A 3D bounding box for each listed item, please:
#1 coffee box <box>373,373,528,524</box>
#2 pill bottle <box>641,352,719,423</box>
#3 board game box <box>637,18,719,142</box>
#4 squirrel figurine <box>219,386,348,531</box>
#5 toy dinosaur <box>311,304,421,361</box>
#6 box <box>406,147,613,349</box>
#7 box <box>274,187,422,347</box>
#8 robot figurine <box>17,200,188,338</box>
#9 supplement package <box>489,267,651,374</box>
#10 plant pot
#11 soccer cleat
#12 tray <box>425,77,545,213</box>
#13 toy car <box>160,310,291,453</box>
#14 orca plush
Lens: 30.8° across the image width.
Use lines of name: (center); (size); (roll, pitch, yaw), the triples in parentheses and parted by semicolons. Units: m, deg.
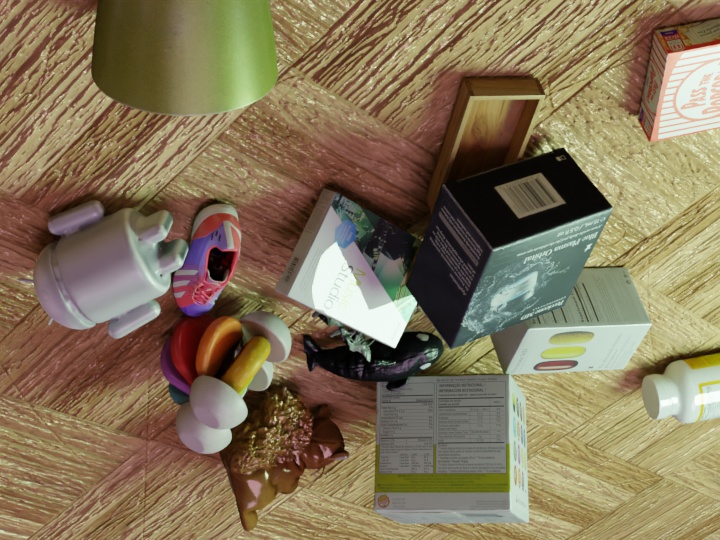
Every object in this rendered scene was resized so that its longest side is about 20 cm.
coffee box: (0.138, 0.266, 1.932); (0.198, 0.199, 0.200); (-3, 164, 13)
pill bottle: (0.570, 0.193, 2.157); (0.198, 0.105, 0.105); (-8, 142, -10)
board game box: (0.452, -0.244, 1.614); (0.198, 0.047, 0.152); (-12, 142, -6)
squirrel figurine: (-0.112, 0.269, 1.969); (0.185, 0.142, 0.201); (-16, 146, -12)
toy dinosaur: (0.006, 0.031, 1.771); (0.199, 0.102, 0.136); (33, 100, -28)
box: (0.186, -0.028, 1.657); (0.196, 0.118, 0.201); (-18, 147, -28)
box: (0.000, 0.000, 1.682); (0.199, 0.036, 0.145); (27, 88, -39)
robot figurine: (-0.307, 0.000, 1.571); (0.199, 0.113, 0.171); (-23, 105, 8)
supplement package: (0.297, 0.073, 1.898); (0.198, 0.110, 0.114); (-2, 140, -19)
plant pot: (-0.169, -0.281, 1.247); (0.186, 0.188, 0.201); (-6, 126, -14)
soccer cleat: (-0.194, 0.004, 1.654); (0.068, 0.074, 0.201); (0, 140, -23)
tray: (0.152, -0.153, 1.622); (0.098, 0.037, 0.201); (-3, 140, -17)
toy car: (-0.199, 0.132, 1.761); (0.149, 0.175, 0.200); (34, 144, 0)
orca plush: (0.015, 0.114, 1.844); (0.198, 0.106, 0.071); (10, -178, 7)
